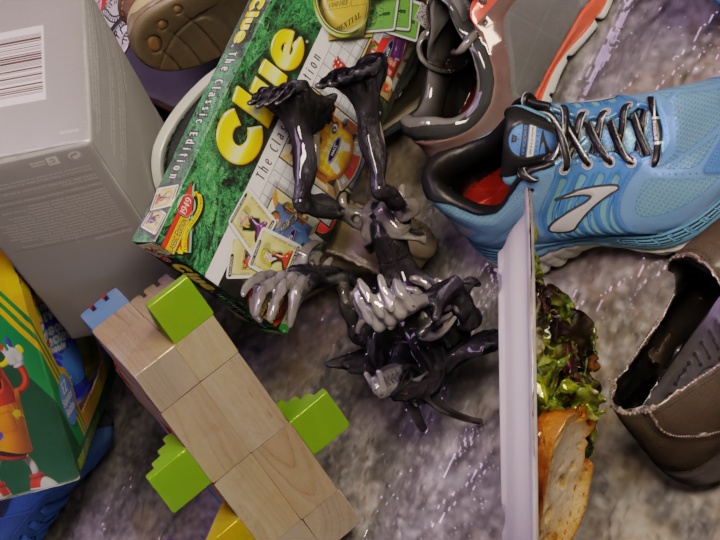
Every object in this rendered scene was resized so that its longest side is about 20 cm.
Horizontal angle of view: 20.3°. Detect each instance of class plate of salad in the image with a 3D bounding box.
[{"bbox_3d":[0.086,0.062,0.912,0.048,0.200,0.201,-2,62,4],"label":"plate of salad"}]

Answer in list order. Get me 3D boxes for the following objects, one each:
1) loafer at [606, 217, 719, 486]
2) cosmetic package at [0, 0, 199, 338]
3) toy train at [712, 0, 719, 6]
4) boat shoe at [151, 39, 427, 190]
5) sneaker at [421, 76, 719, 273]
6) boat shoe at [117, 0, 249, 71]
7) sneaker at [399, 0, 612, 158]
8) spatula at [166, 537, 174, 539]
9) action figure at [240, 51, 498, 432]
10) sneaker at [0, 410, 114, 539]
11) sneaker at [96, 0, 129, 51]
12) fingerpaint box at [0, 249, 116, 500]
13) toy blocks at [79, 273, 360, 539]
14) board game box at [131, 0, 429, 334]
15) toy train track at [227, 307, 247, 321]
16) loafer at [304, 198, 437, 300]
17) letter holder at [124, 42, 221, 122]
[{"bbox_3d":[0.180,0.004,0.897,0.073,0.071,0.201,35,97,50],"label":"loafer"},{"bbox_3d":[-0.152,-0.055,1.077,0.090,0.200,0.107,-11,60,5],"label":"cosmetic package"},{"bbox_3d":[0.219,-0.210,0.964,0.114,0.087,0.200,39,100,44],"label":"toy train"},{"bbox_3d":[-0.028,-0.089,1.107,0.060,0.076,0.200,21,45,39],"label":"boat shoe"},{"bbox_3d":[0.111,-0.050,0.987,0.200,0.090,0.079,-20,55,41],"label":"sneaker"},{"bbox_3d":[-0.041,-0.177,1.107,0.199,0.072,0.068,-21,56,-9],"label":"boat shoe"},{"bbox_3d":[0.079,-0.146,1.081,0.077,0.082,0.201,9,77,49],"label":"sneaker"},{"bbox_3d":[-0.070,0.205,1.102,0.200,0.020,0.057,26,102,48],"label":"spatula"},{"bbox_3d":[0.000,0.000,1.004,0.119,0.102,0.201,-9,104,40],"label":"action figure"},{"bbox_3d":[-0.220,0.162,1.271,0.200,0.066,0.079,-36,73,21],"label":"sneaker"},{"bbox_3d":[-0.175,-0.141,1.364,0.201,0.067,0.108,-26,44,33],"label":"sneaker"},{"bbox_3d":[-0.206,0.021,1.178,0.073,0.168,0.200,-14,14,3],"label":"fingerpaint box"},{"bbox_3d":[-0.082,0.073,1.081,0.100,0.200,0.137,-38,28,-9],"label":"toy blocks"},{"bbox_3d":[-0.036,-0.078,1.047,0.023,0.105,0.201,7,68,50],"label":"board game box"},{"bbox_3d":[-0.110,-0.038,1.270,0.115,0.032,0.200,-51,42,15],"label":"toy train track"},{"bbox_3d":[-0.035,-0.011,1.145,0.200,0.076,0.068,11,87,50],"label":"loafer"},{"bbox_3d":[-0.042,-0.160,1.220,0.100,0.142,0.201,27,84,17],"label":"letter holder"}]
